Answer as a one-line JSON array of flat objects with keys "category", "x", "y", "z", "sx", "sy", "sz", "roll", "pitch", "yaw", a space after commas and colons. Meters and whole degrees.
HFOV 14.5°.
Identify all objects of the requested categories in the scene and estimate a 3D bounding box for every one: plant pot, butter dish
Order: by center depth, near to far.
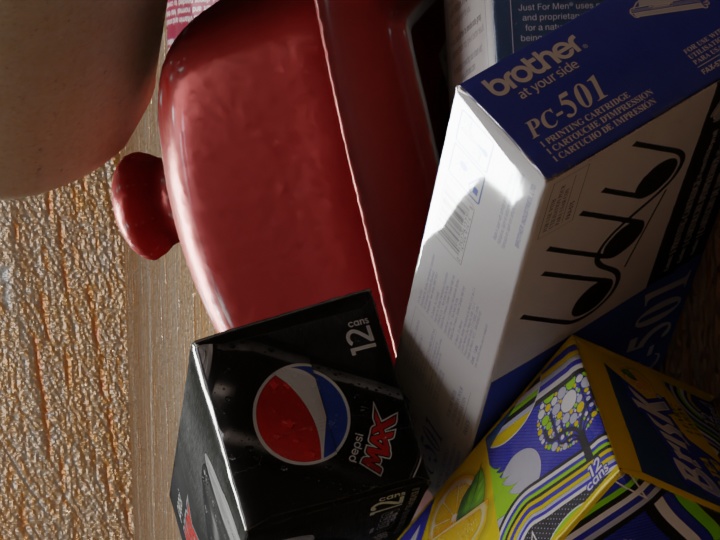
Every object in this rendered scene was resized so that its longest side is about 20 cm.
[{"category": "plant pot", "x": -0.146, "y": -0.134, "z": 1.065, "sx": 0.184, "sy": 0.200, "sz": 0.200, "roll": 94, "pitch": 169, "yaw": -49}, {"category": "butter dish", "x": -0.025, "y": -0.037, "z": 1.097, "sx": 0.199, "sy": 0.148, "sz": 0.200, "roll": -52, "pitch": -50, "yaw": -68}]

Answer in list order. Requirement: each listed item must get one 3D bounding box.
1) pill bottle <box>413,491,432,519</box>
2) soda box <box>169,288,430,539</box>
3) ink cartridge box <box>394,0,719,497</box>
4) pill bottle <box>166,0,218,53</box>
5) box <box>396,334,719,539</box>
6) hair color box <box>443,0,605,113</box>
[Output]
[{"category": "pill bottle", "x": -0.002, "y": 0.184, "z": 1.197, "sx": 0.113, "sy": 0.113, "sz": 0.200, "roll": -103, "pitch": 10, "yaw": -48}, {"category": "soda box", "x": -0.025, "y": 0.076, "z": 0.984, "sx": 0.200, "sy": 0.063, "sz": 0.071, "roll": 105, "pitch": 149, "yaw": -70}, {"category": "ink cartridge box", "x": 0.065, "y": -0.006, "z": 0.895, "sx": 0.044, "sy": 0.094, "sz": 0.200, "roll": 49, "pitch": 154, "yaw": 22}, {"category": "pill bottle", "x": -0.045, "y": -0.113, "z": 1.481, "sx": 0.114, "sy": 0.114, "sz": 0.200, "roll": -168, "pitch": 77, "yaw": -80}, {"category": "box", "x": 0.040, "y": 0.120, "z": 0.917, "sx": 0.200, "sy": 0.064, "sz": 0.070, "roll": -52, "pitch": 30, "yaw": 26}, {"category": "hair color box", "x": 0.063, "y": -0.132, "z": 0.994, "sx": 0.100, "sy": 0.061, "sz": 0.200, "roll": 148, "pitch": 119, "yaw": -81}]
